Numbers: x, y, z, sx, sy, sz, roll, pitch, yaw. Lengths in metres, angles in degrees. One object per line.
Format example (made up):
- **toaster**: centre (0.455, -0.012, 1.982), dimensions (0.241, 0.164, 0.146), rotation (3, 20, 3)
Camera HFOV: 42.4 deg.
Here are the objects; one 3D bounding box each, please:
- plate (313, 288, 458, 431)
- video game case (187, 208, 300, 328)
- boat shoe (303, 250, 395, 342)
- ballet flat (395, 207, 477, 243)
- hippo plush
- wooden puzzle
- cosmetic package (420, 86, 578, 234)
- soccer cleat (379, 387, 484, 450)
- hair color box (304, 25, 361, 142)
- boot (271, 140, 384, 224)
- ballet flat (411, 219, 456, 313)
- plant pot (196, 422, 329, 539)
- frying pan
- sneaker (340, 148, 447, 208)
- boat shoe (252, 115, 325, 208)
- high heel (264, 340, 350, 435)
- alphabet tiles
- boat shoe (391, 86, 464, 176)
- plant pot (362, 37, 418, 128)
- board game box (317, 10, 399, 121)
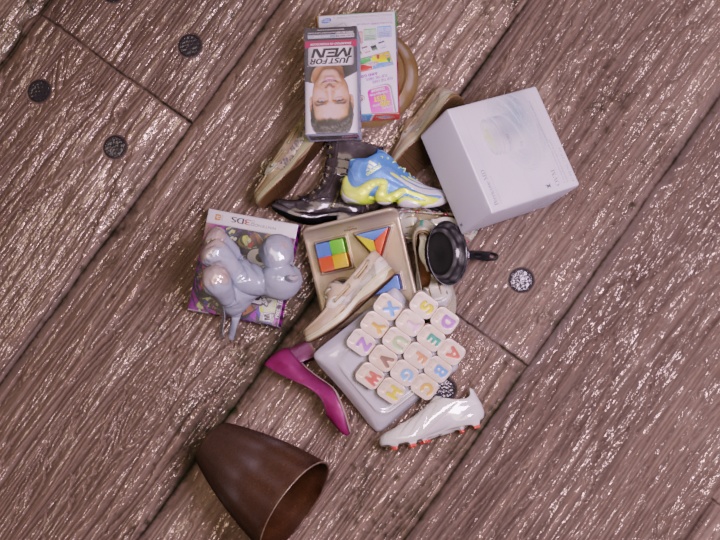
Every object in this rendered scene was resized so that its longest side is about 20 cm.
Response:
- **plate**: centre (0.049, 0.168, 1.687), dimensions (0.200, 0.032, 0.200), rotation (-39, 103, 1)
- **video game case**: centre (-0.220, -0.005, 1.763), dimensions (0.181, 0.036, 0.201), rotation (11, 85, 7)
- **boat shoe**: centre (-0.031, 0.048, 1.655), dimensions (0.200, 0.072, 0.065), rotation (-42, 85, 3)
- **ballet flat**: centre (0.121, -0.088, 1.727), dimensions (0.199, 0.064, 0.076), rotation (-1, 83, 6)
- **hippo plush**: centre (-0.189, 0.010, 1.660), dimensions (0.160, 0.159, 0.201), rotation (-10, 82, 4)
- **wooden puzzle**: centre (0.000, 0.000, 1.708), dimensions (0.184, 0.046, 0.201), rotation (-13, 97, 8)
- **cosmetic package**: centre (0.248, -0.198, 1.660), dimensions (0.199, 0.123, 0.200), rotation (-19, 81, -24)
- **soccer cleat**: centre (0.126, 0.272, 1.688), dimensions (0.199, 0.069, 0.078), rotation (-16, 77, -4)
- **hair color box**: centre (-0.050, -0.342, 1.705), dimensions (0.099, 0.061, 0.201), rotation (-2, 84, 5)
- **boot**: centre (-0.062, -0.174, 1.757), dimensions (0.199, 0.069, 0.175), rotation (7, 83, -3)
- **ballet flat**: centre (0.127, 0.007, 1.685), dimensions (0.067, 0.062, 0.201), rotation (-14, 103, 12)
- **plant pot**: centre (-0.191, 0.367, 1.661), dimensions (0.200, 0.187, 0.187), rotation (31, 87, 22)
- **frying pan**: centre (0.175, -0.043, 1.669), dimensions (0.031, 0.190, 0.115), rotation (-4, 107, 43)
- **sneaker**: centre (0.065, -0.168, 1.693), dimensions (0.199, 0.076, 0.106), rotation (2, 95, -7)
- **boat shoe**: centre (-0.142, -0.206, 1.766), dimensions (0.063, 0.073, 0.200), rotation (36, 77, 14)
- **high heel**: centre (-0.094, 0.230, 1.709), dimensions (0.096, 0.067, 0.200), rotation (-27, 67, -6)
- **alphabet tiles**: centre (0.083, 0.138, 1.659), dimensions (0.195, 0.015, 0.200), rotation (36, 94, -14)
- **boat shoe**: centre (0.112, -0.257, 1.750), dimensions (0.200, 0.072, 0.065), rotation (-53, 45, 9)
- **plant pot**: centre (0.012, -0.375, 1.788), dimensions (0.199, 0.027, 0.201), rotation (-1, 83, 6)
- **board game box**: centre (-0.004, -0.385, 1.756), dimensions (0.152, 0.040, 0.201), rotation (-1, 83, 5)
